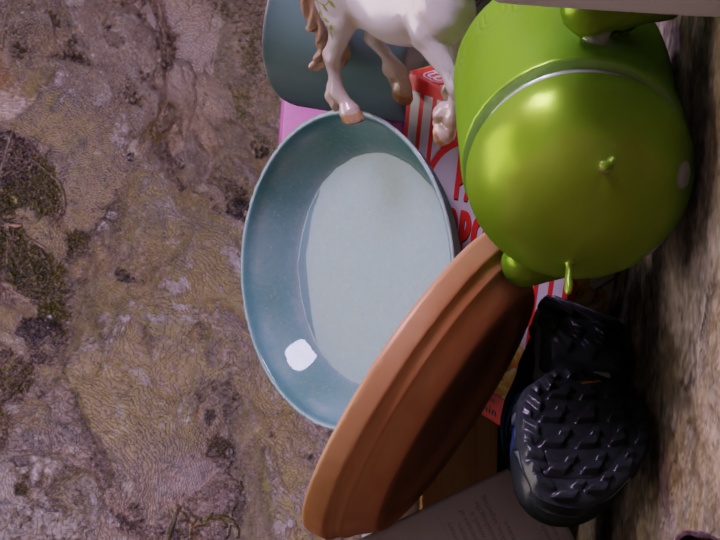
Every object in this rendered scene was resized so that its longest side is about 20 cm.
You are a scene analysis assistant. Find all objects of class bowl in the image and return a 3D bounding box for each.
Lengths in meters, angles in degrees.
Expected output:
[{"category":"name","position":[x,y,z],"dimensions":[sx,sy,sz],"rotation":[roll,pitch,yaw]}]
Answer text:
[{"category":"bowl","position":[0.039,-0.176,1.268],"dimensions":[0.201,0.105,0.201],"rotation":[-46,-26,-30]}]

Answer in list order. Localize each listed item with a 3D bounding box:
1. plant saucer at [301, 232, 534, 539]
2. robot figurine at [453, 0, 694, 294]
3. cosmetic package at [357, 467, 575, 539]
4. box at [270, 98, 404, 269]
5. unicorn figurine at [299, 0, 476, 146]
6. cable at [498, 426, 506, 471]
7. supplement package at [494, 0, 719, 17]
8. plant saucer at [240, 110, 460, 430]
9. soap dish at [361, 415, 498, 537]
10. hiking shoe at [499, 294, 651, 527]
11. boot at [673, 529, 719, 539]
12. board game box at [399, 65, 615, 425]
[{"category":"plant saucer","position":[0.039,0.069,1.085],"dimensions":[0.200,0.037,0.200],"rotation":[-51,-15,-19]},{"category":"robot figurine","position":[0.107,-0.075,1.004],"dimensions":[0.200,0.115,0.176],"rotation":[-91,11,-56]},{"category":"cosmetic package","position":[0.031,0.197,1.137],"dimensions":[0.074,0.200,0.102],"rotation":[104,142,-75]},{"category":"box","position":[0.043,-0.057,1.369],"dimensions":[0.097,0.200,0.176],"rotation":[86,-174,-57]},{"category":"unicorn figurine","position":[0.035,-0.147,1.124],"dimensions":[0.074,0.200,0.138],"rotation":[-43,-49,-50]},{"category":"cable","position":[0.111,0.131,1.324],"dimensions":[0.163,0.051,0.200],"rotation":[-105,19,-81]},{"category":"supplement package","position":[0.122,-0.230,0.903],"dimensions":[0.117,0.117,0.200],"rotation":[96,176,-55]},{"category":"plant saucer","position":[0.000,0.000,1.223],"dimensions":[0.200,0.036,0.200],"rotation":[1,91,47]},{"category":"soap dish","position":[0.048,0.154,1.354],"dimensions":[0.157,0.081,0.200],"rotation":[-126,36,-79]},{"category":"hiking shoe","position":[0.113,0.093,1.064],"dimensions":[0.200,0.074,0.087],"rotation":[-67,-5,-64]},{"category":"boot","position":[0.117,0.219,0.819],"dimensions":[0.166,0.072,0.200],"rotation":[95,-179,-70]},{"category":"board game box","position":[0.087,-0.011,1.205],"dimensions":[0.151,0.046,0.200],"rotation":[30,126,40]}]
